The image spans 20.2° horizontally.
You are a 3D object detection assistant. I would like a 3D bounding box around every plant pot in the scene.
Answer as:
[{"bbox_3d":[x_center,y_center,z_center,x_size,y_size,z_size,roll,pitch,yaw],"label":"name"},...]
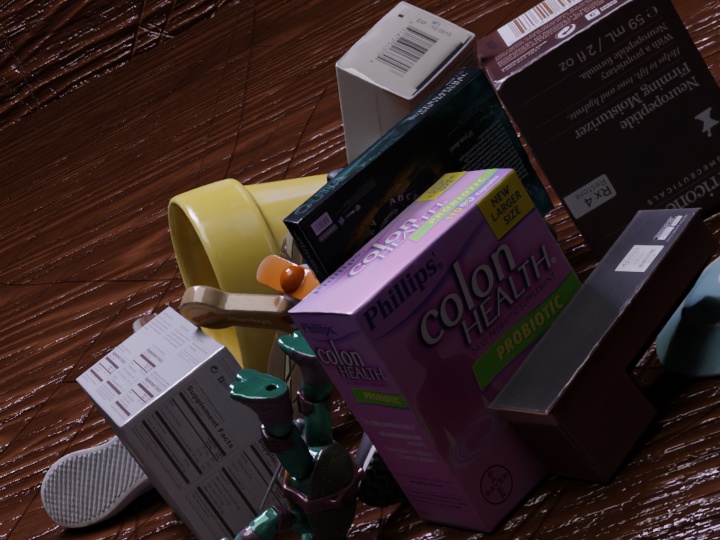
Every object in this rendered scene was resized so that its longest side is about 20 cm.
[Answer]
[{"bbox_3d":[-0.065,-0.007,1.955,0.188,0.202,0.201,-21,15,-15],"label":"plant pot"}]

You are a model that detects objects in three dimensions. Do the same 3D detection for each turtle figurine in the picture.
[{"bbox_3d":[-0.047,0.155,1.531,0.100,0.201,0.150,4,30,16],"label":"turtle figurine"}]

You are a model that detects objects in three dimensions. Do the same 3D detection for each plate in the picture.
[{"bbox_3d":[0.305,0.009,1.512,0.199,0.026,0.200,-31,19,11],"label":"plate"}]

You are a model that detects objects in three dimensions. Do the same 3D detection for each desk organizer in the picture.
[{"bbox_3d":[0.191,0.053,1.462,0.200,0.077,0.072,-50,24,-21],"label":"desk organizer"}]

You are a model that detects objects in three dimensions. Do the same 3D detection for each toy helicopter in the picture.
[{"bbox_3d":[-0.059,0.033,1.660,0.199,0.132,0.079,4,64,19],"label":"toy helicopter"}]

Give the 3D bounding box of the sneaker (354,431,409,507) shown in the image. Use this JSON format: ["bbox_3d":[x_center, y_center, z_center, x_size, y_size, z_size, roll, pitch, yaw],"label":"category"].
[{"bbox_3d":[0.046,0.092,1.595,0.090,0.070,0.201,21,78,56],"label":"sneaker"}]

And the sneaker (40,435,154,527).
[{"bbox_3d":[-0.215,0.187,1.915,0.199,0.074,0.082,-28,-12,32],"label":"sneaker"}]

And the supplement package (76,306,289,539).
[{"bbox_3d":[-0.140,0.138,1.731,0.111,0.156,0.200,-37,18,-9],"label":"supplement package"}]

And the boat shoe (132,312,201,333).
[{"bbox_3d":[-0.181,0.086,2.096,0.072,0.076,0.200,-32,26,-9],"label":"boat shoe"}]

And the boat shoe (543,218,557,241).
[{"bbox_3d":[0.142,-0.025,1.813,0.075,0.075,0.202,-29,17,-14],"label":"boat shoe"}]

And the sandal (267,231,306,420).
[{"bbox_3d":[-0.043,0.058,1.783,0.054,0.202,0.080,4,-3,-25],"label":"sandal"}]

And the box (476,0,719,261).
[{"bbox_3d":[0.222,-0.142,1.763,0.165,0.201,0.164,-32,18,6],"label":"box"}]

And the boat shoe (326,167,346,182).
[{"bbox_3d":[0.000,0.000,1.790,0.061,0.201,0.075,-12,31,-22],"label":"boat shoe"}]

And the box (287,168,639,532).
[{"bbox_3d":[0.079,0.057,1.491,0.176,0.201,0.096,-41,19,-25],"label":"box"}]

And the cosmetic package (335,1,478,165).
[{"bbox_3d":[0.048,-0.126,1.811,0.087,0.201,0.103,28,59,26],"label":"cosmetic package"}]

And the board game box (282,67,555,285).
[{"bbox_3d":[0.048,-0.043,1.550,0.200,0.136,0.028,-40,26,-21],"label":"board game box"}]
